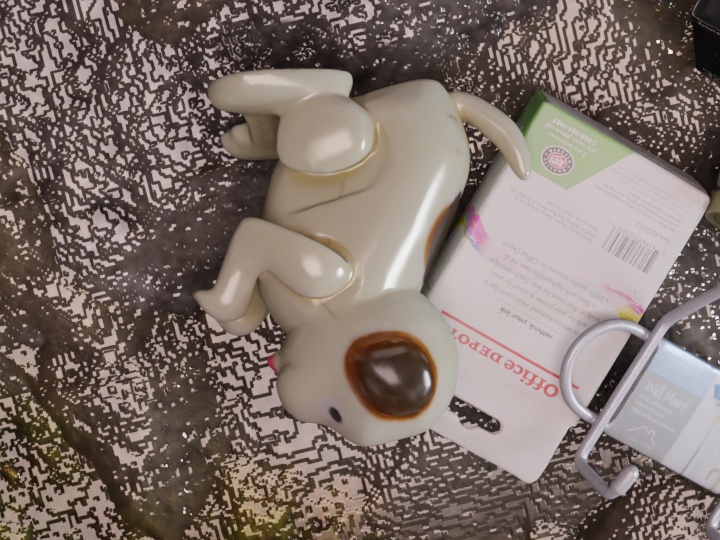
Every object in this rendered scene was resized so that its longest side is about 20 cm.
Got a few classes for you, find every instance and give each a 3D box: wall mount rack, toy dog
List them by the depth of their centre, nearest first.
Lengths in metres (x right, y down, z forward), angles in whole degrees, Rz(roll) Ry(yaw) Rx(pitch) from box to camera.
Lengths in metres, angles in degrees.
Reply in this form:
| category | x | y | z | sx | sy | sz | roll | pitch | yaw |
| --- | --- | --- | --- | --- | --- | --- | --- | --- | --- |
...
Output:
| category | x | y | z | sx | sy | sz | roll | pitch | yaw |
| --- | --- | --- | --- | --- | --- | --- | --- | --- | --- |
| toy dog | 0.000 | 0.000 | 1.674 | 0.194 | 0.140 | 0.200 | -2 | 77 | -8 |
| wall mount rack | 0.220 | 0.073 | 1.721 | 0.200 | 0.075 | 0.174 | 28 | 98 | -33 |

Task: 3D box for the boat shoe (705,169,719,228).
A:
| category | x | y | z | sx | sy | sz | roll | pitch | yaw |
| --- | --- | --- | --- | --- | --- | --- | --- | --- | --- |
| boat shoe | 0.300 | -0.028 | 1.736 | 0.200 | 0.075 | 0.069 | 23 | 79 | -20 |

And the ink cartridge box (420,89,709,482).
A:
| category | x | y | z | sx | sy | sz | roll | pitch | yaw |
| --- | --- | --- | --- | --- | --- | --- | --- | --- | --- |
| ink cartridge box | 0.103 | 0.010 | 1.743 | 0.117 | 0.067 | 0.200 | 30 | 98 | -7 |

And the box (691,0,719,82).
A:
| category | x | y | z | sx | sy | sz | roll | pitch | yaw |
| --- | --- | --- | --- | --- | --- | --- | --- | --- | --- |
| box | 0.300 | -0.131 | 1.646 | 0.200 | 0.149 | 0.124 | 30 | 86 | 11 |
